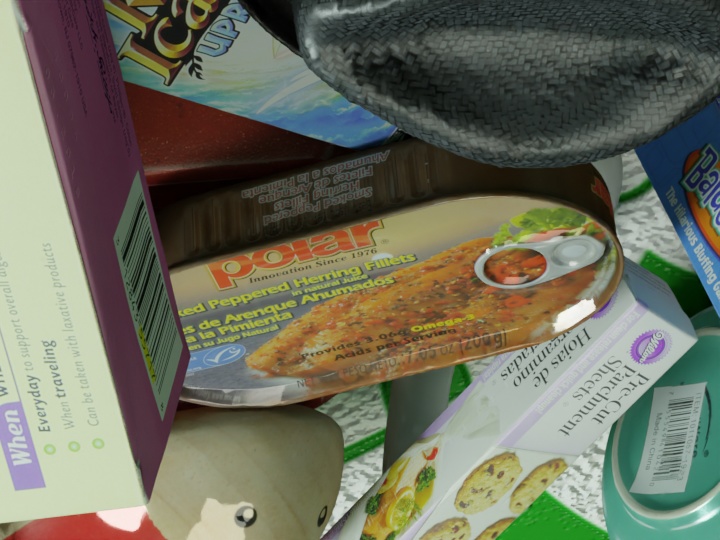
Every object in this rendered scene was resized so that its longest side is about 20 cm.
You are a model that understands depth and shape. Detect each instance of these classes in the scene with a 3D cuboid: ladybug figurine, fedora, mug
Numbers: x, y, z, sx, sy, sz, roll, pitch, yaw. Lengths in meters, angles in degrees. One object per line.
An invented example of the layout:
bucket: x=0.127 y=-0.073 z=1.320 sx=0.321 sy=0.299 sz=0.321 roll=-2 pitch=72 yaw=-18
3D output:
ladybug figurine: x=-0.085 y=0.110 z=0.985 sx=0.135 sy=0.073 sz=0.199 roll=2 pitch=162 yaw=-39
fedora: x=0.049 y=-0.093 z=0.697 sx=0.199 sy=0.092 sz=0.201 roll=1 pitch=136 yaw=1
mug: x=0.182 y=0.095 z=0.975 sx=0.114 sy=0.185 sz=0.152 roll=28 pitch=109 yaw=-31

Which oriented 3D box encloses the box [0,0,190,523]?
box: x=-0.173 y=-0.012 z=0.732 sx=0.198 sy=0.097 sz=0.177 roll=-8 pitch=117 yaw=9

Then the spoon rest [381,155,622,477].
spoon rest: x=0.046 y=0.010 z=0.957 sx=0.099 sy=0.061 sz=0.201 roll=5 pitch=124 yaw=-19

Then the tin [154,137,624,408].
tin: x=0.000 y=0.000 z=0.867 sx=0.198 sy=0.042 sz=0.112 roll=-14 pitch=151 yaw=13

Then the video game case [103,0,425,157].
video game case: x=0.005 y=-0.131 z=0.771 sx=0.180 sy=0.046 sz=0.200 roll=16 pitch=130 yaw=-27

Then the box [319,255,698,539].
box: x=0.053 y=0.076 z=0.946 sx=0.041 sy=0.039 sz=0.200 roll=30 pitch=114 yaw=-34

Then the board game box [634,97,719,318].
board game box: x=0.209 y=0.016 z=0.911 sx=0.199 sy=0.153 sz=0.045 roll=25 pitch=120 yaw=-35

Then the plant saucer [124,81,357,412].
plant saucer: x=-0.093 y=0.002 z=0.924 sx=0.198 sy=0.037 sz=0.201 roll=-5 pitch=139 yaw=-7
